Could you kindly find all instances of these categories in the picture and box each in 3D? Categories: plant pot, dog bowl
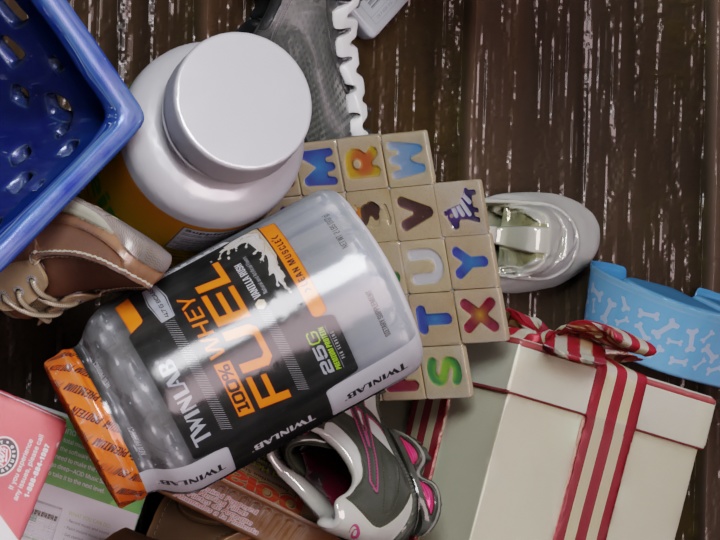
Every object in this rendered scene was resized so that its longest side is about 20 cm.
[{"bbox_3d":[-0.276,-0.094,1.596,0.200,0.179,0.200,-46,112,-24],"label":"plant pot"},{"bbox_3d":[0.232,0.044,1.915,0.199,0.111,0.050,13,100,-39],"label":"dog bowl"}]

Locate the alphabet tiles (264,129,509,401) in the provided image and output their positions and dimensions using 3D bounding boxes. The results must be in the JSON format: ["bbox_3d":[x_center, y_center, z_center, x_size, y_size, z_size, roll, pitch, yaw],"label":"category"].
[{"bbox_3d":[0.000,0.000,1.753,0.006,0.199,0.167,-22,105,-53],"label":"alphabet tiles"}]

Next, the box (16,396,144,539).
[{"bbox_3d":[-0.218,0.180,1.727,0.144,0.036,0.201,22,83,-27],"label":"box"}]

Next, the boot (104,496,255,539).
[{"bbox_3d":[-0.111,0.222,1.767,0.200,0.073,0.156,-17,122,-51],"label":"boot"}]

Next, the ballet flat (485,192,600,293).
[{"bbox_3d":[0.085,-0.020,1.864,0.199,0.069,0.070,4,90,-29],"label":"ballet flat"}]

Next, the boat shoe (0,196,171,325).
[{"bbox_3d":[-0.181,-0.002,1.645,0.076,0.200,0.072,32,76,-33],"label":"boat shoe"}]

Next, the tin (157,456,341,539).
[{"bbox_3d":[-0.078,0.111,1.749,0.199,0.112,0.042,28,117,-14],"label":"tin"}]

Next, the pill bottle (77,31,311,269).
[{"bbox_3d":[-0.098,-0.070,1.675,0.110,0.200,0.112,5,73,-18],"label":"pill bottle"}]

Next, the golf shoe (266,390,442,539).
[{"bbox_3d":[-0.026,0.083,1.719,0.088,0.200,0.077,11,128,-51],"label":"golf shoe"}]

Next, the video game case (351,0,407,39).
[{"bbox_3d":[-0.001,-0.284,1.831,0.200,0.022,0.182,48,71,-21],"label":"video game case"}]

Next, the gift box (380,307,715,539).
[{"bbox_3d":[0.098,0.117,1.809,0.199,0.184,0.188,19,84,-35],"label":"gift box"}]

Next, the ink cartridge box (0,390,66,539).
[{"bbox_3d":[-0.291,0.115,1.633,0.199,0.083,0.147,24,81,-12],"label":"ink cartridge box"}]

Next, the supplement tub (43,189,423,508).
[{"bbox_3d":[-0.075,0.049,1.637,0.199,0.123,0.123,-29,106,-9],"label":"supplement tub"}]

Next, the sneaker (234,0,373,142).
[{"bbox_3d":[-0.041,-0.124,1.795,0.090,0.066,0.201,-5,105,-9],"label":"sneaker"}]
